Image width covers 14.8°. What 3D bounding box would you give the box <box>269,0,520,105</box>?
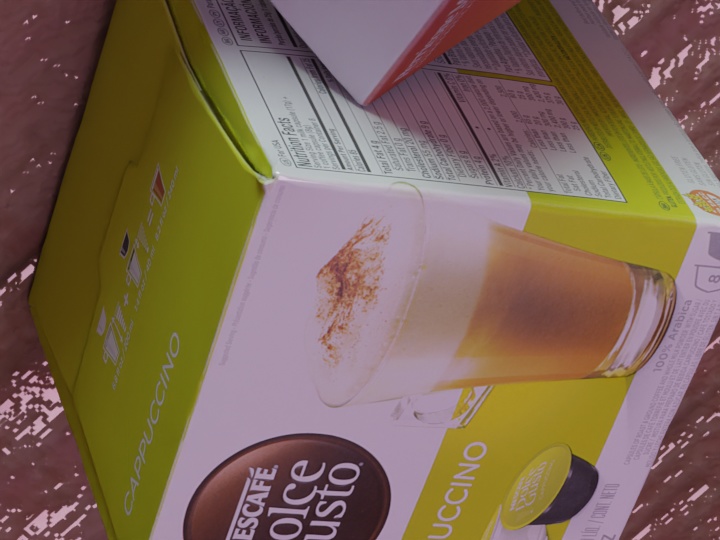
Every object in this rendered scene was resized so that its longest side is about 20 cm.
[{"bbox_3d":[0.059,-0.176,0.993,0.200,0.106,0.152,-37,173,-36],"label":"box"}]

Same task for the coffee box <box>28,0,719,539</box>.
[{"bbox_3d":[0.000,0.000,1.092,0.197,0.200,0.200,5,123,-24],"label":"coffee box"}]
